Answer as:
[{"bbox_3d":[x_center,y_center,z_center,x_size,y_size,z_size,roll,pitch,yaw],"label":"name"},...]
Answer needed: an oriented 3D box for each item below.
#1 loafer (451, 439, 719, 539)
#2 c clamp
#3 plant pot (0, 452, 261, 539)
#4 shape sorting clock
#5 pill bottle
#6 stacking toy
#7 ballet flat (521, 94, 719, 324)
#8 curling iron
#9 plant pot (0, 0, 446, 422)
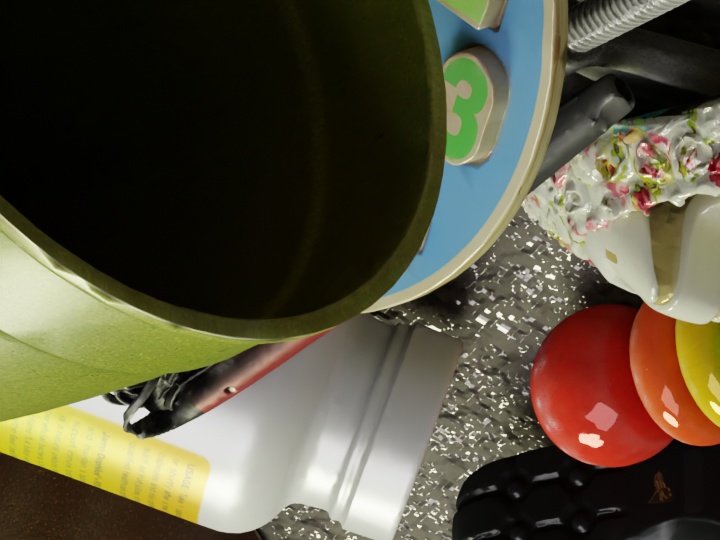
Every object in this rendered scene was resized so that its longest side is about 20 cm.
[{"bbox_3d":[0.131,0.085,1.008,0.200,0.068,0.070,-9,152,23],"label":"loafer"},{"bbox_3d":[0.106,-0.072,0.821,0.171,0.027,0.200,19,159,-30],"label":"c clamp"},{"bbox_3d":[-0.148,0.178,1.115,0.187,0.200,0.187,11,138,11],"label":"plant pot"},{"bbox_3d":[-0.024,-0.084,0.833,0.200,0.039,0.200,12,108,39],"label":"shape sorting clock"},{"bbox_3d":[-0.071,0.024,0.993,0.200,0.104,0.104,20,139,2],"label":"pill bottle"},{"bbox_3d":[0.134,0.019,0.931,0.200,0.085,0.085,-16,127,43],"label":"stacking toy"},{"bbox_3d":[0.111,-0.018,0.863,0.076,0.064,0.200,16,163,-31],"label":"ballet flat"},{"bbox_3d":[0.000,0.000,0.888,0.200,0.050,0.026,-30,75,23],"label":"curling iron"},{"bbox_3d":[-0.116,-0.040,0.762,0.193,0.201,0.200,-29,119,38],"label":"plant pot"}]
